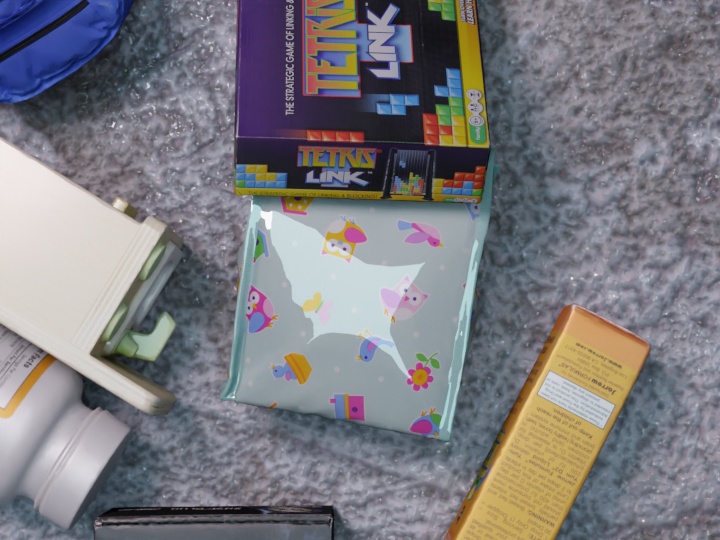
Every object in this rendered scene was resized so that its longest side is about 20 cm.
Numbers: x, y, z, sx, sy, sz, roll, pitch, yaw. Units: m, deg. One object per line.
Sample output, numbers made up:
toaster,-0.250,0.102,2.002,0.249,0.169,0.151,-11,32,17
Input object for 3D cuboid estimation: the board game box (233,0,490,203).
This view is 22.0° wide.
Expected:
board game box,-0.002,-0.137,1.244,0.164,0.057,0.201,2,48,-5

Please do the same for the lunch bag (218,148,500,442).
lunch bag,0.000,0.000,1.267,0.169,0.122,0.202,9,93,2

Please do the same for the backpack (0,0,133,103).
backpack,-0.251,-0.212,1.239,0.162,0.168,0.201,-25,116,19

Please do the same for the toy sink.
toy sink,-0.191,-0.001,1.263,0.199,0.130,0.113,32,87,3

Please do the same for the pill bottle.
pill bottle,-0.260,0.089,1.267,0.199,0.111,0.112,33,88,1

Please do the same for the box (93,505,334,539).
box,-0.097,0.265,1.271,0.162,0.086,0.202,0,87,0

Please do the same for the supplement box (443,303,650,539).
supplement box,0.127,0.126,1.286,0.068,0.067,0.201,26,87,2
